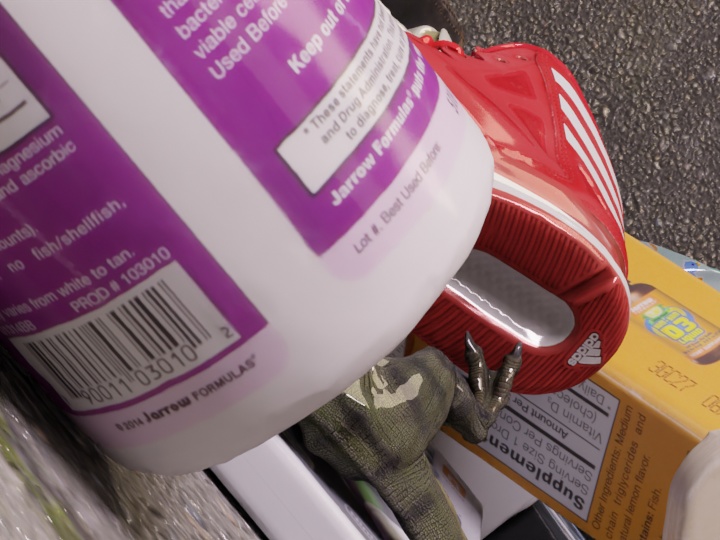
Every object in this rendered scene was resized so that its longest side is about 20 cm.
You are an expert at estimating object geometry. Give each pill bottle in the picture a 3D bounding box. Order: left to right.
[{"bbox_3d":[-0.071,-0.062,0.564,0.200,0.112,0.112,50,3,-20],"label":"pill bottle"}]

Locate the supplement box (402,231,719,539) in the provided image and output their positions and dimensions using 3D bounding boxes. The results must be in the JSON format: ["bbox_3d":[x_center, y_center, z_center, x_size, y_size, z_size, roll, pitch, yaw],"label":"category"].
[{"bbox_3d":[0.107,0.055,0.834,0.200,0.066,0.069,37,-47,28],"label":"supplement box"}]

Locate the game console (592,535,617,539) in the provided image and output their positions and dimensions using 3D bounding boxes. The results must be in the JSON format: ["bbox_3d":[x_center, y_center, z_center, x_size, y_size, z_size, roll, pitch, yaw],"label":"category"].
[{"bbox_3d":[0.141,0.134,0.818,0.177,0.031,0.200,32,33,26],"label":"game console"}]

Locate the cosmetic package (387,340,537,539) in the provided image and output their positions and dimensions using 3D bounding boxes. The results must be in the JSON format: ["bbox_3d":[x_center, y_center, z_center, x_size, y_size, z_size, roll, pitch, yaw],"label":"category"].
[{"bbox_3d":[0.000,0.000,0.953,0.200,0.101,0.071,50,2,-24],"label":"cosmetic package"}]

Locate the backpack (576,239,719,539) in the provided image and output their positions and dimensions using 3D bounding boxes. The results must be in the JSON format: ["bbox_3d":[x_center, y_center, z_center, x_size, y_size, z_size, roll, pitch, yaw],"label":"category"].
[{"bbox_3d":[0.098,0.047,1.197,0.200,0.167,0.127,21,-21,35],"label":"backpack"}]

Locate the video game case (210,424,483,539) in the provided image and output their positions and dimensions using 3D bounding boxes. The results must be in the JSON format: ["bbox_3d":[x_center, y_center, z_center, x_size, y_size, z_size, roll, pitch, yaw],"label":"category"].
[{"bbox_3d":[-0.033,0.023,0.790,0.200,0.023,0.182,50,9,-6],"label":"video game case"}]

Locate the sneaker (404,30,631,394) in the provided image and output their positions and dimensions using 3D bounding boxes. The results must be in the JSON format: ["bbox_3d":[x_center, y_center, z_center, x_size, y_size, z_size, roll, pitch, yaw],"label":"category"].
[{"bbox_3d":[-0.001,-0.051,0.813,0.200,0.078,0.116,42,23,-10],"label":"sneaker"}]

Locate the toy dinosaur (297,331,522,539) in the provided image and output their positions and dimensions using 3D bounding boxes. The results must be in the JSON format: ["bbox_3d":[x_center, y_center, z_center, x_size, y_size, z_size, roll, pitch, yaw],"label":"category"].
[{"bbox_3d":[0.006,0.033,0.738,0.200,0.047,0.088,50,24,-17],"label":"toy dinosaur"}]

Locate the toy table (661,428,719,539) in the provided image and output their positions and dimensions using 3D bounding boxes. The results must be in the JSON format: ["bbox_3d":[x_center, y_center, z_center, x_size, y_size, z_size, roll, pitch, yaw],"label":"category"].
[{"bbox_3d":[0.099,0.140,0.646,0.200,0.117,0.184,51,3,-23],"label":"toy table"}]

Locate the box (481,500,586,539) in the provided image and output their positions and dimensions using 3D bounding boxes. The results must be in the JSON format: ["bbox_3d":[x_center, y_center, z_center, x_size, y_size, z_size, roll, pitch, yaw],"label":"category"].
[{"bbox_3d":[0.093,0.150,1.054,0.200,0.044,0.160,50,3,-27],"label":"box"}]

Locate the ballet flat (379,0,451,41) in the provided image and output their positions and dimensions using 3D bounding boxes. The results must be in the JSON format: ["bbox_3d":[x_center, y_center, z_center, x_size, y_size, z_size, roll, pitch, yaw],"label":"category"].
[{"bbox_3d":[0.000,-0.084,0.997,0.200,0.072,0.072,47,5,-24],"label":"ballet flat"}]

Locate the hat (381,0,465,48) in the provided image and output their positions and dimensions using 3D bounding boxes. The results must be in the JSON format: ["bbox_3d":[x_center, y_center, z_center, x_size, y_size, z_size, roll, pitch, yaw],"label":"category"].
[{"bbox_3d":[-0.012,-0.108,1.117,0.201,0.081,0.201,47,1,-2],"label":"hat"}]
